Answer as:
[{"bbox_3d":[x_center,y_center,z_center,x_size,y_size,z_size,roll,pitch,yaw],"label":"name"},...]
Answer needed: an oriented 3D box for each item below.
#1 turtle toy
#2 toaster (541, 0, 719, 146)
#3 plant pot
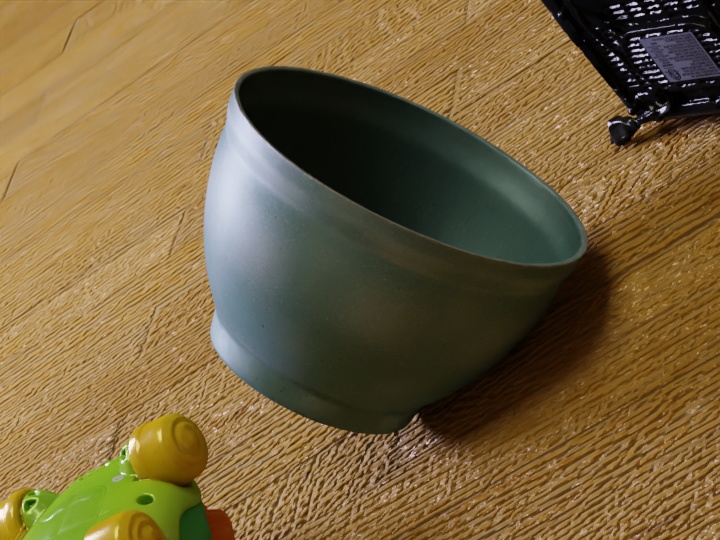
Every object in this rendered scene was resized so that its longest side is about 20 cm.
[{"bbox_3d":[-0.133,0.174,1.481,0.146,0.101,0.200,-28,26,32],"label":"turtle toy"},{"bbox_3d":[0.175,-0.175,1.517,0.119,0.181,0.200,-49,23,-26],"label":"toaster"},{"bbox_3d":[0.000,0.000,1.500,0.200,0.200,0.134,-99,33,-65],"label":"plant pot"}]
